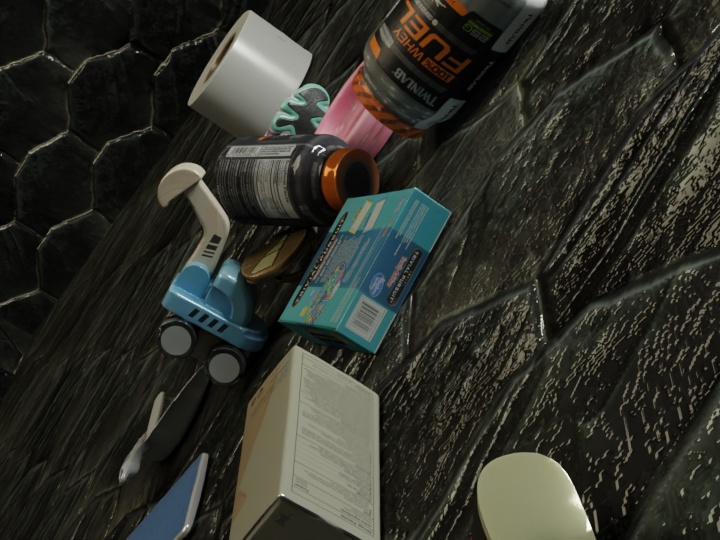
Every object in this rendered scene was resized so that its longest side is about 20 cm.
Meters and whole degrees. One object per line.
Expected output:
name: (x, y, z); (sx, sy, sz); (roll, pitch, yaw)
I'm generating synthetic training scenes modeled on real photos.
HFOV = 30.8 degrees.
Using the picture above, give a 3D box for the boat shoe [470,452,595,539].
boat shoe: (0.094, 0.185, 0.644); (0.202, 0.073, 0.064); (-97, 5, -51)

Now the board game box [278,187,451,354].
board game box: (0.000, 0.000, 1.278); (0.152, 0.047, 0.200); (-61, 16, -9)

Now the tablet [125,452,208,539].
tablet: (-0.233, 0.304, 1.462); (0.200, 0.014, 0.131); (-48, 18, 27)

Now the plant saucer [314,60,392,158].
plant saucer: (0.002, -0.188, 1.615); (0.201, 0.051, 0.201); (-51, 18, 24)

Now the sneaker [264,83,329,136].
sneaker: (-0.123, -0.186, 1.929); (0.201, 0.077, 0.140); (-58, 17, -4)

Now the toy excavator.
toy excavator: (-0.174, 0.001, 1.509); (0.201, 0.193, 0.100); (-60, 6, 12)

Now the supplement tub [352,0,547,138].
supplement tub: (0.086, -0.239, 1.333); (0.200, 0.122, 0.123); (-50, 18, 27)

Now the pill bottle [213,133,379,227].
pill bottle: (-0.071, -0.103, 1.508); (0.199, 0.106, 0.107); (4, 60, 45)

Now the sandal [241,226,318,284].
sandal: (-0.082, -0.016, 1.536); (0.080, 0.054, 0.200); (-24, 9, 13)

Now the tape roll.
tape roll: (-0.197, -0.340, 2.323); (0.203, 0.139, 0.203); (-50, 18, 22)

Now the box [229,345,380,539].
box: (-0.041, 0.159, 1.025); (0.078, 0.095, 0.201); (-50, 16, 24)

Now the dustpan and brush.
dustpan and brush: (-0.255, 0.204, 1.627); (0.140, 0.057, 0.201); (-48, 19, 30)
